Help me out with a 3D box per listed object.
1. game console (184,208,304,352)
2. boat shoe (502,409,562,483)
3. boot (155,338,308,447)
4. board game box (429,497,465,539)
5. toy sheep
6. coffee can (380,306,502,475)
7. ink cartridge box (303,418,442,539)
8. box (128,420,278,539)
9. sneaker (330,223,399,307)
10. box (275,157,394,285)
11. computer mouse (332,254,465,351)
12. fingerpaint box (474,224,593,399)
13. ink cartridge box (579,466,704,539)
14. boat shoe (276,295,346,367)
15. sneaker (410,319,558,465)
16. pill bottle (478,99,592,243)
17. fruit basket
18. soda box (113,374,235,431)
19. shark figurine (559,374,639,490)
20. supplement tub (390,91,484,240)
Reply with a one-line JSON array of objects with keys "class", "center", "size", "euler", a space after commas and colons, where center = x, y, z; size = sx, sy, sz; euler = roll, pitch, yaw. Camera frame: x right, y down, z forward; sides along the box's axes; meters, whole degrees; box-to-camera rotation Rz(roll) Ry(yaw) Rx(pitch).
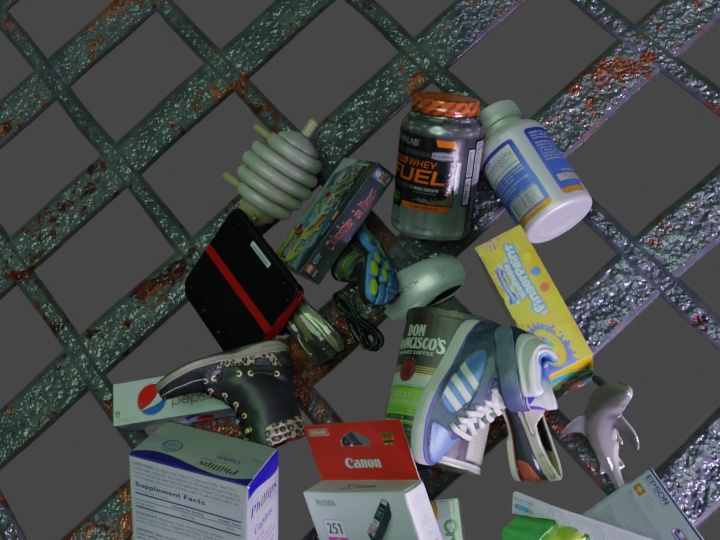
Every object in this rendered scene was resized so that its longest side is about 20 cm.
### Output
[{"class": "game console", "center": [-0.183, 0.030, 1.386], "size": [0.177, 0.031, 0.200], "euler": [-52, 59, 20]}, {"class": "boat shoe", "center": [0.226, 0.190, 1.211], "size": [0.062, 0.071, 0.200], "euler": [-6, 98, 31]}, {"class": "boot", "center": [-0.179, 0.193, 1.290], "size": [0.200, 0.073, 0.151], "euler": [-16, 77, -13]}, {"class": "board game box", "center": [0.085, 0.418, 1.226], "size": [0.126, 0.035, 0.200], "euler": [-10, 70, 12]}, {"class": "toy sheep", "center": [-0.130, -0.156, 1.421], "size": [0.138, 0.138, 0.200], "euler": [37, 102, 23]}, {"class": "coffee can", "center": [0.114, 0.166, 1.239], "size": [0.146, 0.146, 0.200], "euler": [9, 75, 18]}, {"class": "ink cartridge box", "center": [0.001, 0.290, 1.199], "size": [0.200, 0.044, 0.174], "euler": [-14, 97, 45]}, {"class": "box", "center": [-0.213, 0.333, 1.249], "size": [0.184, 0.105, 0.200], "euler": [10, 112, 18]}, {"class": "sneaker", "center": [0.000, 0.000, 1.340], "size": [0.083, 0.071, 0.200], "euler": [-41, 33, 11]}, {"class": "box", "center": [-0.044, -0.079, 1.378], "size": [0.200, 0.038, 0.137], "euler": [-55, 25, -6]}, {"class": "computer mouse", "center": [0.063, 0.034, 1.352], "size": [0.200, 0.044, 0.110], "euler": [-31, 66, 4]}, {"class": "fingerpaint box", "center": [0.241, 0.061, 1.228], "size": [0.073, 0.167, 0.200], "euler": [-27, 67, 5]}, {"class": "ink cartridge box", "center": [0.360, 0.362, 1.100], "size": [0.196, 0.043, 0.200], "euler": [57, 135, 22]}, {"class": "boat shoe", "center": [-0.110, 0.067, 1.373], "size": [0.073, 0.075, 0.200], "euler": [-46, 66, -3]}, {"class": "sneaker", "center": [0.160, 0.162, 1.096], "size": [0.146, 0.081, 0.200], "euler": [17, 75, 34]}, {"class": "pill bottle", "center": [0.242, -0.150, 1.326], "size": [0.112, 0.112, 0.200], "euler": [-30, 67, 4]}, {"class": "fruit basket", "center": [0.277, 0.384, 1.123], "size": [0.200, 0.094, 0.186], "euler": [8, 108, 32]}, {"class": "soda box", "center": [-0.275, 0.196, 1.381], "size": [0.200, 0.064, 0.068], "euler": [-10, 71, 11]}, {"class": "shark figurine", "center": [0.310, 0.228, 1.187], "size": [0.089, 0.128, 0.215], "euler": [-16, 112, -10]}, {"class": "supplement tub", "center": [0.113, -0.153, 1.313], "size": [0.122, 0.123, 0.200], "euler": [12, 110, 18]}]
